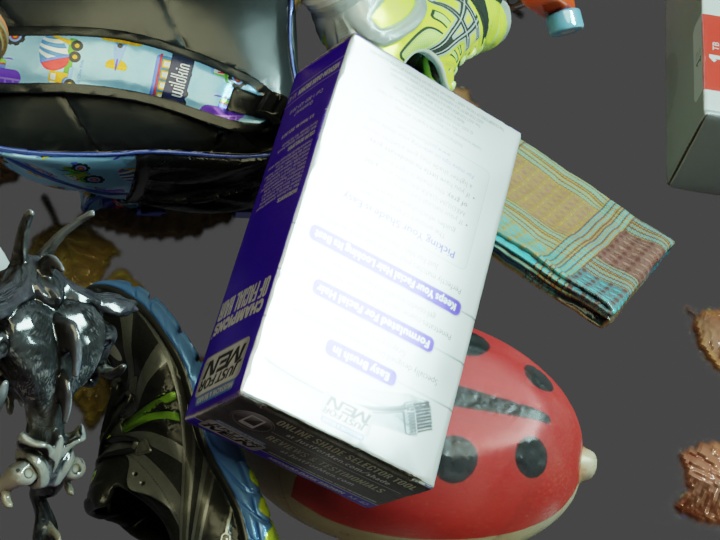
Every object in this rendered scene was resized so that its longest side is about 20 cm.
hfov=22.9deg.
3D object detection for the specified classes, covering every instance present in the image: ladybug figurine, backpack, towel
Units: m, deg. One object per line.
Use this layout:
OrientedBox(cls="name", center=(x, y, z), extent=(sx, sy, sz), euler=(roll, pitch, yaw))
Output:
OrientedBox(cls="ladybug figurine", center=(0.028, 0.077, 0.927), extent=(0.200, 0.072, 0.136), euler=(9, 58, -5))
OrientedBox(cls="backpack", center=(-0.137, -0.118, 0.968), extent=(0.200, 0.135, 0.183), euler=(-2, 70, -10))
OrientedBox(cls="towel", center=(0.077, -0.049, 1.004), extent=(0.200, 0.022, 0.147), euler=(34, 28, 10))

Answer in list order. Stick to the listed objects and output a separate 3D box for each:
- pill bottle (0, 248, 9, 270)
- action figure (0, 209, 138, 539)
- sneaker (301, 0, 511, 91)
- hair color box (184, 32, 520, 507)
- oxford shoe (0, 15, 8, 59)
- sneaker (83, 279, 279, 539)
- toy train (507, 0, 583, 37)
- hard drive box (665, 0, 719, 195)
OrientedBox(cls="pill bottle", center=(-0.266, 0.055, 0.862), extent=(0.111, 0.111, 0.200), euler=(29, 59, 7))
OrientedBox(cls="action figure", center=(-0.167, 0.069, 0.827), extent=(0.102, 0.119, 0.200), euler=(6, 95, 35))
OrientedBox(cls="sneaker", center=(0.030, -0.131, 1.021), extent=(0.200, 0.075, 0.077), euler=(-8, 81, -59))
OrientedBox(cls="hair color box", center=(0.000, 0.000, 0.861), extent=(0.109, 0.065, 0.200), euler=(29, 60, -22))
OrientedBox(cls="oxford shoe", center=(-0.254, -0.062, 0.851), extent=(0.200, 0.071, 0.073), euler=(-29, 49, 4))
OrientedBox(cls="sneaker", center=(-0.108, 0.086, 0.895), extent=(0.083, 0.071, 0.200), euler=(-22, 60, -11))
OrientedBox(cls="toy train", center=(0.077, -0.238, 1.084), extent=(0.056, 0.150, 0.200), euler=(-15, 89, 20))
OrientedBox(cls="hard drive box", center=(0.293, -0.117, 1.092), extent=(0.200, 0.077, 0.156), euler=(8, 58, -5))
